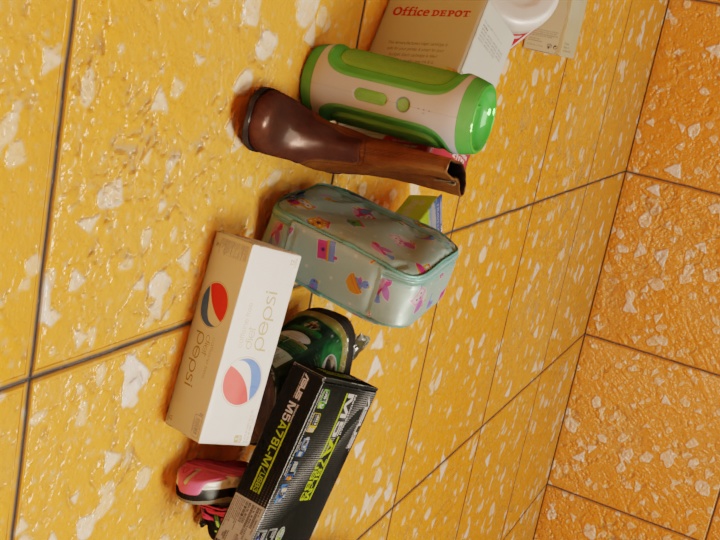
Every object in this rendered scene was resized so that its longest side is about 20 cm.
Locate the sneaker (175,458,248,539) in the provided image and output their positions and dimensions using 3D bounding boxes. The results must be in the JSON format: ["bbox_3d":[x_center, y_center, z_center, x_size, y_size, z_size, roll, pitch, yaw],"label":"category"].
[{"bbox_3d":[-0.146,0.255,1.149,0.200,0.073,0.089,36,66,-72],"label":"sneaker"}]

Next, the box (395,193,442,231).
[{"bbox_3d":[0.068,-0.023,1.358,0.200,0.047,0.124,-50,142,-70],"label":"box"}]

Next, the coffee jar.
[{"bbox_3d":[-0.080,0.112,1.189,0.200,0.085,0.105,-27,131,-60],"label":"coffee jar"}]

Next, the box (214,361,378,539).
[{"bbox_3d":[-0.063,0.204,1.139,0.202,0.047,0.193,-65,158,-2],"label":"box"}]

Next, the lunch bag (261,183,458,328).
[{"bbox_3d":[-0.001,-0.025,1.140,0.160,0.199,0.078,-32,146,-58],"label":"lunch bag"}]

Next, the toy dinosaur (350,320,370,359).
[{"bbox_3d":[-0.054,0.166,1.337,0.201,0.076,0.102,-61,144,-17],"label":"toy dinosaur"}]

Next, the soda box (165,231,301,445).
[{"bbox_3d":[-0.127,0.069,1.050,0.068,0.063,0.202,13,94,-45],"label":"soda box"}]

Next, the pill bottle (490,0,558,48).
[{"bbox_3d":[0.159,-0.325,1.323,0.113,0.111,0.200,-67,-168,-14],"label":"pill bottle"}]

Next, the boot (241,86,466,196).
[{"bbox_3d":[-0.004,-0.117,1.054,0.069,0.198,0.188,-70,158,-6],"label":"boot"}]

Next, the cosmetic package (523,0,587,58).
[{"bbox_3d":[0.347,-0.474,1.818,0.103,0.072,0.202,-19,124,-64],"label":"cosmetic package"}]

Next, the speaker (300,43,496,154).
[{"bbox_3d":[0.039,-0.181,1.110,0.089,0.198,0.089,-48,148,-45],"label":"speaker"}]

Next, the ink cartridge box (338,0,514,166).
[{"bbox_3d":[0.075,-0.212,1.230,0.083,0.145,0.202,36,71,-49],"label":"ink cartridge box"}]
